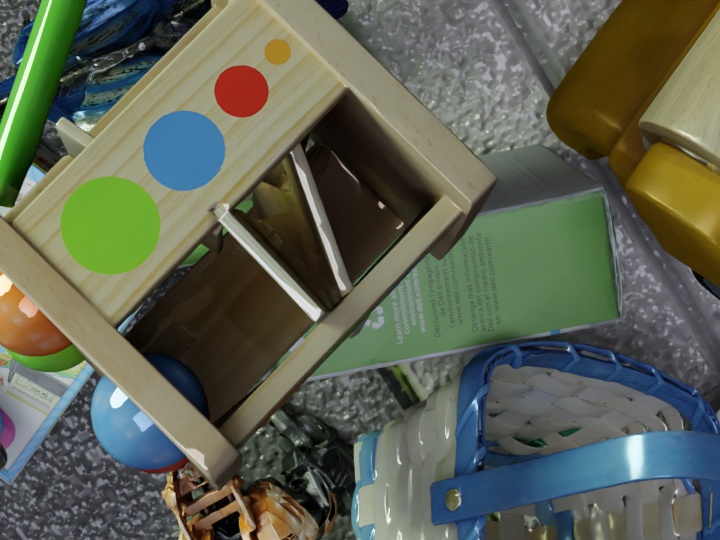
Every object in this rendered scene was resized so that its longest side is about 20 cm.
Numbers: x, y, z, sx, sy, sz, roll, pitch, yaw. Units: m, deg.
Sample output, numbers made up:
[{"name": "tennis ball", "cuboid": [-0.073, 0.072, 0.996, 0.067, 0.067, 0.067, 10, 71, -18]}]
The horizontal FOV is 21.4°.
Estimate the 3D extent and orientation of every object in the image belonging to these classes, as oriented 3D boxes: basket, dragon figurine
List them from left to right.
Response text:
[{"name": "dragon figurine", "cuboid": [-0.106, -0.088, 0.796, 0.199, 0.099, 0.059, -25, 102, -10]}, {"name": "basket", "cuboid": [0.100, 0.097, 0.769, 0.200, 0.176, 0.140, -13, 69, 44]}]

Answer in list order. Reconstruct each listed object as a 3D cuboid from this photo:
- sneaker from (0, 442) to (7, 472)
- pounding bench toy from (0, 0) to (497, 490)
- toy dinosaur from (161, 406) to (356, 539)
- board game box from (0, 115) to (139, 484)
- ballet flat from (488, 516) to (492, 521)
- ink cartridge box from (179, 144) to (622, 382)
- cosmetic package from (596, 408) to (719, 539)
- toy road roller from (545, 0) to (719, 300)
[{"name": "sneaker", "cuboid": [-0.252, 0.102, 0.867, 0.200, 0.077, 0.081, -28, 119, 31]}, {"name": "pounding bench toy", "cuboid": [-0.081, -0.035, 0.686, 0.200, 0.124, 0.156, 44, 82, 3]}, {"name": "toy dinosaur", "cuboid": [-0.039, 0.120, 0.843, 0.102, 0.136, 0.201, -8, 105, 6]}, {"name": "board game box", "cuboid": [-0.201, -0.014, 0.867, 0.200, 0.034, 0.135, 37, 104, -7]}, {"name": "ballet flat", "cuboid": [0.069, 0.201, 0.893, 0.071, 0.072, 0.201, -11, 108, 5]}, {"name": "ink cartridge box", "cuboid": [0.000, 0.000, 0.808, 0.199, 0.104, 0.060, -11, 105, -6]}, {"name": "cosmetic package", "cuboid": [0.192, 0.095, 0.856, 0.200, 0.051, 0.083, -49, 65, 13]}, {"name": "toy road roller", "cuboid": [0.142, -0.067, 0.761, 0.146, 0.200, 0.123, 36, 88, 24]}]
